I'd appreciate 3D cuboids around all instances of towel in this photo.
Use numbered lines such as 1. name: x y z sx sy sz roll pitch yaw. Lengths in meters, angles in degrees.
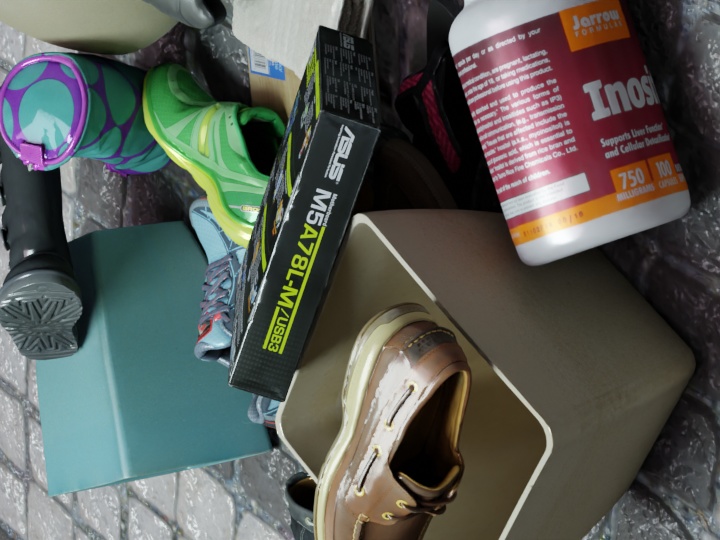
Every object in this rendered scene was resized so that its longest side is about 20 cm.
1. towel: -0.034 -0.235 1.569 0.132 0.034 0.201 36 123 45

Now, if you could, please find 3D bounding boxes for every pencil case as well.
1. pencil case: -0.207 -0.118 1.728 0.085 0.200 0.093 28 99 16

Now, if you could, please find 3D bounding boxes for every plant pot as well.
1. plant pot: -0.181 0.068 1.829 0.141 0.141 0.202 -18 81 54
2. plant pot: -0.197 -0.242 1.695 0.200 0.201 0.135 14 151 50
3. plant pot: 0.092 0.077 1.425 0.200 0.176 0.201 49 137 28

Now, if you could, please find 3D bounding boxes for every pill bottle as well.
1. pill bottle: 0.120 -0.113 1.364 0.113 0.112 0.201 -20 89 54

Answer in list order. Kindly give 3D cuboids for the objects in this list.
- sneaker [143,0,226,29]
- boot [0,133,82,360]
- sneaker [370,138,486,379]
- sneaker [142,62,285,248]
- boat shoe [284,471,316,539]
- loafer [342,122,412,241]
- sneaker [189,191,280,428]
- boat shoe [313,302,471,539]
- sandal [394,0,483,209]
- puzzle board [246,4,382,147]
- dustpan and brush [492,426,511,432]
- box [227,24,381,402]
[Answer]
1. sneaker: -0.091 -0.260 1.561 0.090 0.076 0.201 33 116 10
2. boot: -0.253 -0.051 1.739 0.165 0.065 0.202 113 154 -68
3. sneaker: 0.034 0.011 1.523 0.070 0.075 0.201 27 140 54
4. sneaker: -0.094 -0.096 1.683 0.084 0.074 0.200 -54 53 21
5. boat shoe: 0.009 0.187 1.674 0.199 0.072 0.068 0 108 55
6. loafer: 0.000 0.000 1.582 0.072 0.072 0.202 3 109 21
7. sneaker: -0.089 0.028 1.706 0.201 0.095 0.079 59 155 18
8. boat shoe: 0.022 0.120 1.326 0.067 0.072 0.201 37 128 40
9. sandal: 0.051 -0.095 1.483 0.075 0.045 0.201 54 154 32
10. puzzle board: -0.031 -0.122 1.645 0.150 0.017 0.202 17 117 50
11. dustpan and brush: 0.085 0.215 1.577 0.139 0.057 0.201 -24 98 11
12. box: -0.037 -0.041 1.460 0.200 0.047 0.194 -94 24 -69
